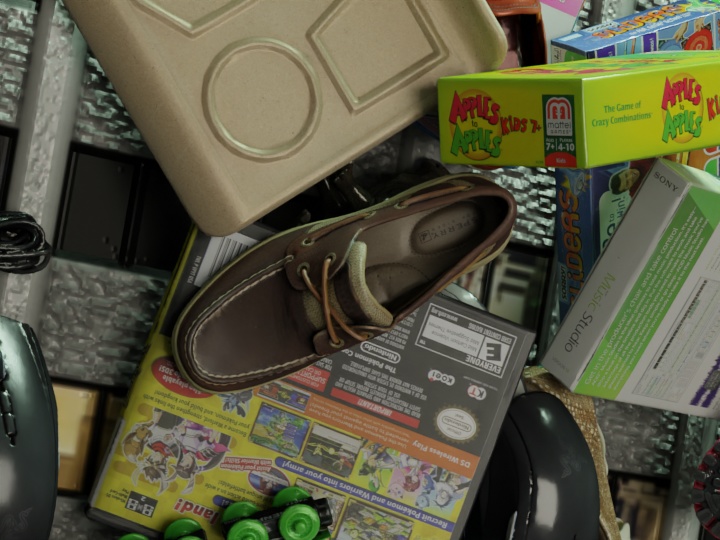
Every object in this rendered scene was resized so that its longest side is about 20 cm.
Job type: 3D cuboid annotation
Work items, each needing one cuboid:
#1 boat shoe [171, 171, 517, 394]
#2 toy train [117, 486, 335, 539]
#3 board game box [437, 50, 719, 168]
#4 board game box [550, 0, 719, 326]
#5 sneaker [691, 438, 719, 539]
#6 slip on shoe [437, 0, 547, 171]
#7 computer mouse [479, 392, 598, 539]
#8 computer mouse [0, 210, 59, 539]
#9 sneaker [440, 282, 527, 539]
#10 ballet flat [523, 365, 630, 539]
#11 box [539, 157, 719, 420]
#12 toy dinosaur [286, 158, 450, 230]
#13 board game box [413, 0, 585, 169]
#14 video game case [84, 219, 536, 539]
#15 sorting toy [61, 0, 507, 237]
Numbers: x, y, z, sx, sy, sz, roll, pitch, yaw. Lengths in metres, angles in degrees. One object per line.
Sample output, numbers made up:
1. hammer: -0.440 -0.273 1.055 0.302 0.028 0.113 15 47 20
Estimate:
1. boat shoe: -0.007 0.005 1.355 0.199 0.072 0.073 -24 94 -6
2. toy train: -0.106 0.167 1.365 0.199 0.042 0.057 -15 106 -5
3. board game box: 0.145 -0.090 1.414 0.199 0.101 0.048 -11 101 -46
4. board game box: 0.179 -0.057 1.568 0.135 0.034 0.201 -19 117 -32
5. sneaker: 0.279 0.083 1.604 0.200 0.075 0.081 -44 83 3
6. slip on shoe: 0.074 -0.156 1.451 0.074 0.061 0.202 -9 97 -32
7. computer mouse: 0.125 0.173 1.473 0.140 0.046 0.202 5 92 -41
8. computer mouse: -0.212 0.063 1.307 0.140 0.046 0.202 5 80 -34
9. sneaker: 0.025 0.118 1.474 0.146 0.077 0.204 -17 104 -36
10. ballet flat: 0.135 0.148 1.563 0.065 0.070 0.201 -30 113 -45
11. box: 0.210 0.017 1.564 0.199 0.036 0.145 13 111 -49
12. toy dinosaur: 0.000 0.000 1.450 0.102 0.077 0.201 39 67 -15
13. board game box: 0.038 -0.170 1.487 0.199 0.040 0.154 31 76 -32
14. video game case: -0.027 0.082 1.404 0.199 0.025 0.182 21 88 -8
15. sorting toy: -0.046 -0.143 1.390 0.199 0.036 0.186 -32 94 -13
